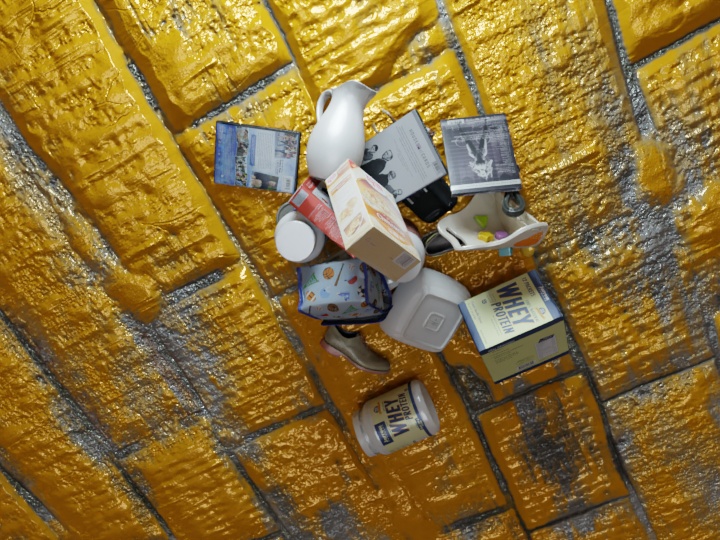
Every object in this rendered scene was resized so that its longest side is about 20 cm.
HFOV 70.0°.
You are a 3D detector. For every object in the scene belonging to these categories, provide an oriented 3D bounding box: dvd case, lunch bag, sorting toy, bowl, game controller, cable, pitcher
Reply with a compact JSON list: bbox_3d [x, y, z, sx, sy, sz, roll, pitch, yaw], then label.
[{"bbox_3d":[0.258,-0.253,1.118,0.146,0.203,0.016,-5,154,3],"label":"dvd case"},{"bbox_3d":[-0.028,0.058,1.151,0.167,0.200,0.126,-6,74,17],"label":"lunch bag"},{"bbox_3d":[0.268,-0.088,1.115,0.177,0.201,0.108,-11,125,-12],"label":"sorting toy"},{"bbox_3d":[0.167,0.108,1.256,0.198,0.075,0.201,22,108,-23],"label":"bowl"},{"bbox_3d":[-0.240,-0.263,1.197,0.197,0.018,0.145,8,108,0],"label":"dvd case"},{"bbox_3d":[0.134,-0.190,1.178,0.104,0.042,0.199,-33,123,29],"label":"game controller"},{"bbox_3d":[0.072,-0.226,1.111,0.198,0.025,0.152,-27,91,28],"label":"dvd case"},{"bbox_3d":[0.321,-0.177,1.122,0.096,0.202,0.051,-11,137,-7],"label":"cable"},{"bbox_3d":[-0.057,-0.291,1.099,0.120,0.171,0.203,13,95,-37],"label":"pitcher"}]

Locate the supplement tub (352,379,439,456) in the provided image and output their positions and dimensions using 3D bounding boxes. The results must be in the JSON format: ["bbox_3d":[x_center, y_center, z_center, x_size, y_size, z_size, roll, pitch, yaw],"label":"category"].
[{"bbox_3d":[0.092,0.389,1.343,0.198,0.145,0.146,-27,106,10],"label":"supplement tub"}]

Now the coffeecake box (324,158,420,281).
[{"bbox_3d":[0.022,-0.100,1.014,0.073,0.202,0.153,-38,136,22],"label":"coffeecake box"}]

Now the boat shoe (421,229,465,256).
[{"bbox_3d":[0.236,-0.089,1.220,0.198,0.060,0.073,-24,106,8],"label":"boat shoe"}]

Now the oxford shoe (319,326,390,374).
[{"bbox_3d":[-0.003,0.203,1.324,0.198,0.071,0.076,26,102,-8],"label":"oxford shoe"}]

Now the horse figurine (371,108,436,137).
[{"bbox_3d":[0.064,-0.265,1.171,0.132,0.050,0.201,31,107,-9],"label":"horse figurine"}]

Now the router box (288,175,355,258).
[{"bbox_3d":[-0.058,-0.129,1.124,0.179,0.200,0.049,40,107,-10],"label":"router box"}]

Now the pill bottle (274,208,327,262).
[{"bbox_3d":[-0.128,-0.080,1.136,0.110,0.200,0.113,0,102,2],"label":"pill bottle"}]

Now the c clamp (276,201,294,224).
[{"bbox_3d":[-0.100,-0.102,1.243,0.197,0.027,0.173,-11,108,5],"label":"c clamp"}]

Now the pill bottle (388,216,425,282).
[{"bbox_3d":[0.088,-0.047,1.165,0.110,0.200,0.114,0,109,1],"label":"pill bottle"}]

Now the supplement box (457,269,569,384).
[{"bbox_3d":[0.363,0.138,1.211,0.198,0.135,0.200,-25,140,9],"label":"supplement box"}]

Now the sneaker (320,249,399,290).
[{"bbox_3d":[0.000,0.000,1.244,0.197,0.074,0.117,-13,120,7],"label":"sneaker"}]
